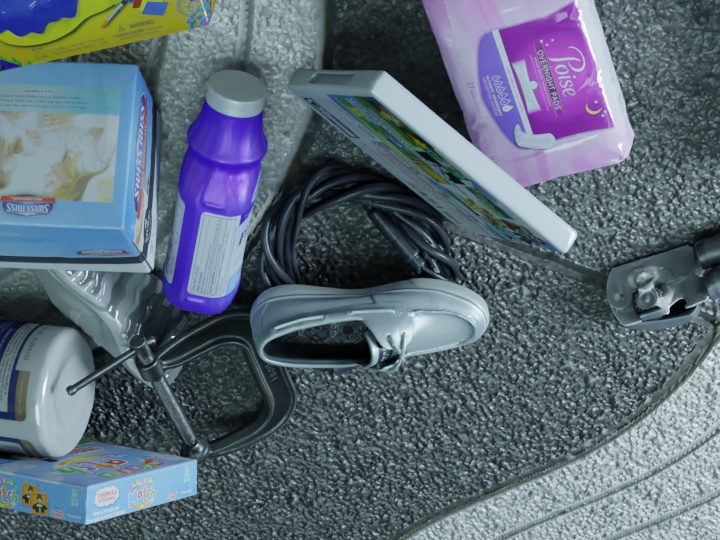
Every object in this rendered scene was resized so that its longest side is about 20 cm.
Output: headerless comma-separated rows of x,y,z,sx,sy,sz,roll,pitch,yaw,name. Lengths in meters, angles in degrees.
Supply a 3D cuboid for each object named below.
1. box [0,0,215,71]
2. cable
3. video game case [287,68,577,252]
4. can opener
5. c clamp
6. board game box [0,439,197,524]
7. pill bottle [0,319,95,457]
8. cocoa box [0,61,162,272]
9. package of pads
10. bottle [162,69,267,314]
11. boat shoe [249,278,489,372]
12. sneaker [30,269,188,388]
-0.221,-0.264,1.227,0.198,0.123,0.194,-11,123,11,box
0.000,0.000,1.446,0.161,0.051,0.202,-8,124,9,cable
0.051,-0.086,1.317,0.199,0.182,0.022,38,82,-21,video game case
0.302,0.002,1.440,0.198,0.054,0.067,-17,155,14,can opener
-0.143,0.106,1.500,0.170,0.027,0.201,-33,138,-5,c clamp
-0.263,0.175,1.489,0.198,0.151,0.037,7,96,30,board game box
-0.338,0.094,1.488,0.198,0.111,0.112,6,127,15,pill bottle
-0.260,-0.079,1.325,0.198,0.135,0.131,2,166,3,cocoa box
0.125,-0.165,1.304,0.119,0.076,0.201,-14,124,15,package of pads
-0.114,-0.063,1.388,0.065,0.084,0.201,12,125,-4,bottle
0.008,0.054,1.418,0.198,0.072,0.071,0,129,-3,boat shoe
-0.217,0.022,1.478,0.081,0.075,0.201,7,142,43,sneaker
